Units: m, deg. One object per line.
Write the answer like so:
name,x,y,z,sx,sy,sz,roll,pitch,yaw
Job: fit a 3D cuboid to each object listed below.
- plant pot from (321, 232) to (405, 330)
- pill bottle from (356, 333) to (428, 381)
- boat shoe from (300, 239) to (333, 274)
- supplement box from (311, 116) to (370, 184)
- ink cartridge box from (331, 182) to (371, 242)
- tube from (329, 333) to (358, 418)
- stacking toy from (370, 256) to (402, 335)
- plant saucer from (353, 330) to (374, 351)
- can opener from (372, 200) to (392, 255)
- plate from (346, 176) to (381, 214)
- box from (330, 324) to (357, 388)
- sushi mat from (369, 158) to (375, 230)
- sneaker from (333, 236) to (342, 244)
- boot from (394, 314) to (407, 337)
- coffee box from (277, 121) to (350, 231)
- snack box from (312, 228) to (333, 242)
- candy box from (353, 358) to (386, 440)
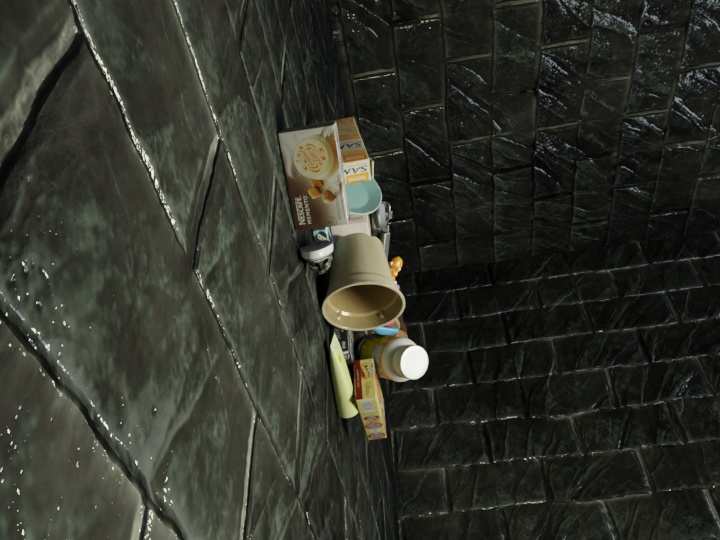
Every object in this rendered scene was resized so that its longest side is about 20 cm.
plant pot,0.000,0.016,1.627,0.201,0.199,0.184,77,6,-53
pill bottle,0.083,0.224,1.701,0.200,0.112,0.113,0,-81,61
boat shoe,-0.090,-0.025,1.426,0.200,0.070,0.067,-124,-156,-83
supplement box,-0.055,-0.313,1.743,0.074,0.125,0.201,85,-9,-47
ink cartridge box,-0.040,-0.155,1.856,0.125,0.128,0.201,78,5,-60
tube,-0.047,0.255,1.587,0.058,0.052,0.201,11,-63,54
stacking toy,0.062,0.057,1.722,0.116,0.110,0.201,12,101,-48
plant saucer,0.031,0.165,1.863,0.200,0.034,0.201,-7,90,-71
can opener,0.046,-0.092,1.824,0.067,0.053,0.201,-8,107,-49
plate,-0.038,-0.218,1.769,0.026,0.199,0.201,122,-27,-43
box,-0.039,0.216,1.733,0.158,0.049,0.201,-93,174,-47
sushi mat,0.031,-0.218,1.890,0.096,0.012,0.201,-104,-168,-74
sneaker,0.000,0.000,1.782,0.200,0.074,0.087,51,-4,-19
boot,0.082,0.127,1.906,0.167,0.072,0.200,-94,163,-46
coffee box,-0.091,-0.192,1.348,0.080,0.114,0.201,-86,169,-72
snack box,-0.102,-0.149,1.629,0.116,0.037,0.201,-86,167,-74
candy box,0.025,0.328,1.676,0.201,0.055,0.116,78,7,-47
